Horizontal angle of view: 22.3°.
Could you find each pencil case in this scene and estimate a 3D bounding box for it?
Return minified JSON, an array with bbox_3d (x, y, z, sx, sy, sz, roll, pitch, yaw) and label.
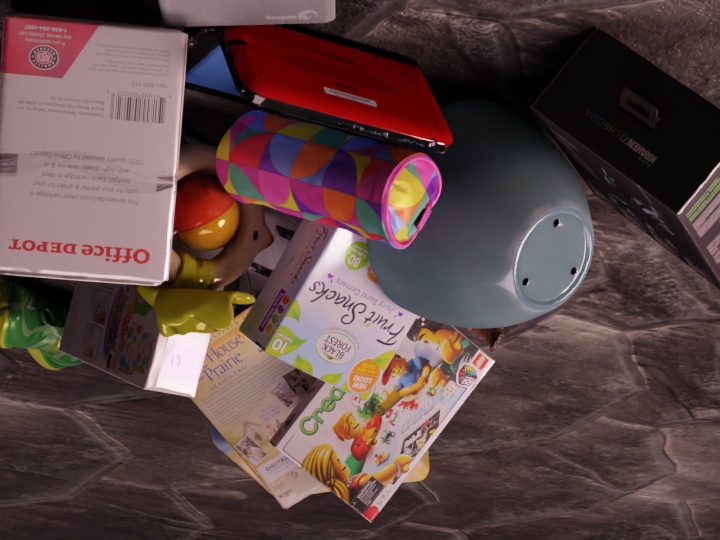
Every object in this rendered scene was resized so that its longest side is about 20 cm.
[{"bbox_3d":[-0.028,-0.078,1.531,0.199,0.089,0.088,18,171,37],"label":"pencil case"}]

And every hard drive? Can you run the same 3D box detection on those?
[{"bbox_3d":[-0.088,-0.249,1.362,0.138,0.033,0.200,-2,156,-1],"label":"hard drive"}]

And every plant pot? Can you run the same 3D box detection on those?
[{"bbox_3d":[0.123,-0.031,1.581,0.199,0.202,0.134,22,-174,-42],"label":"plant pot"}]

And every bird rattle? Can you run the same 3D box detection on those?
[{"bbox_3d":[-0.162,-0.042,1.600,0.163,0.201,0.112,-36,-172,-30],"label":"bird rattle"}]

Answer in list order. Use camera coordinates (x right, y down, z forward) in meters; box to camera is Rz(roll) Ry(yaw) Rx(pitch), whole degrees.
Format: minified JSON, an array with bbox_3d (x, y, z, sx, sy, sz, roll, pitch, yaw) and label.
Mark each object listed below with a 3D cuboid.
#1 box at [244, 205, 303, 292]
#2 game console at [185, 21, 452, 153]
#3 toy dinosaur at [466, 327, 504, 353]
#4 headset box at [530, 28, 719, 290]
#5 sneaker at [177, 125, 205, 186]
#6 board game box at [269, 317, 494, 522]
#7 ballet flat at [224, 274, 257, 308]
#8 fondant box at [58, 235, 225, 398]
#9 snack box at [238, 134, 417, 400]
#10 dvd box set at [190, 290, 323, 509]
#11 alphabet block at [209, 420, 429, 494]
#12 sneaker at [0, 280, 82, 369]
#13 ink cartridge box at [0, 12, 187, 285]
[{"bbox_3d":[-0.057,-0.033,1.737,0.116,0.060,0.201,22,154,16],"label":"box"},{"bbox_3d":[-0.049,-0.135,1.523,0.198,0.173,0.119,12,126,-29],"label":"game console"},{"bbox_3d":[0.097,0.006,1.785,0.135,0.086,0.200,35,180,8],"label":"toy dinosaur"},{"bbox_3d":[0.256,-0.093,1.552,0.093,0.174,0.200,-49,146,0],"label":"headset box"},{"bbox_3d":[-0.180,-0.085,1.649,0.076,0.086,0.199,-20,150,33],"label":"sneaker"},{"bbox_3d":[0.021,0.126,1.775,0.126,0.201,0.035,38,178,-15],"label":"board game box"},{"bbox_3d":[-0.062,0.010,1.872,0.198,0.069,0.075,1,164,18],"label":"ballet flat"},{"bbox_3d":[-0.206,0.029,1.734,0.058,0.146,0.199,15,180,-32],"label":"fondant box"},{"bbox_3d":[0.000,0.000,1.627,0.142,0.201,0.053,29,-176,-42],"label":"snack box"},{"bbox_3d":[-0.080,0.127,1.817,0.146,0.029,0.200,-34,106,22],"label":"dvd box set"},{"bbox_3d":[-0.043,0.118,1.976,0.193,0.199,0.200,-7,155,14],"label":"alphabet block"},{"bbox_3d":[-0.334,0.056,1.970,0.083,0.075,0.200,-5,165,13],"label":"sneaker"},{"bbox_3d":[-0.218,-0.098,1.460,0.145,0.202,0.083,5,-172,-8],"label":"ink cartridge box"}]
